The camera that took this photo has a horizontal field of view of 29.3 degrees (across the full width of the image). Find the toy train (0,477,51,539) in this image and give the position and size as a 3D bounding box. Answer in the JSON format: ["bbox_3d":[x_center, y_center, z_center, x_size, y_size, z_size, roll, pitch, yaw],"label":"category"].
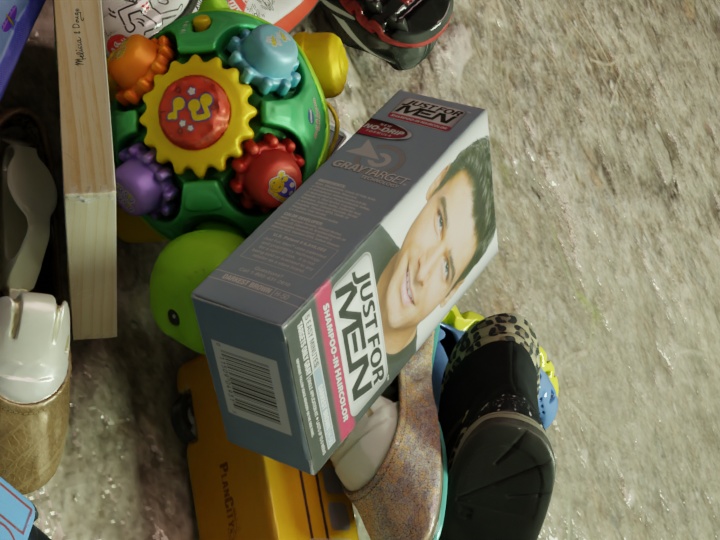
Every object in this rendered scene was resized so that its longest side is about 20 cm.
[{"bbox_3d":[-0.196,0.112,0.575,0.200,0.086,0.115,48,35,-31],"label":"toy train"}]

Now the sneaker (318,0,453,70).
[{"bbox_3d":[-0.013,-0.221,1.011,0.071,0.098,0.201,-40,74,-13],"label":"sneaker"}]

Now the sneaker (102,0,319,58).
[{"bbox_3d":[-0.099,-0.180,0.890,0.108,0.067,0.202,51,41,-16],"label":"sneaker"}]

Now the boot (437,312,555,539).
[{"bbox_3d":[0.064,0.139,0.820,0.072,0.206,0.154,16,27,-2],"label":"boot"}]

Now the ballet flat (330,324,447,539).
[{"bbox_3d":[0.007,0.075,0.771,0.067,0.068,0.201,28,35,-21],"label":"ballet flat"}]

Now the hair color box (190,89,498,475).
[{"bbox_3d":[0.000,0.000,0.733,0.200,0.060,0.100,-48,142,-39],"label":"hair color box"}]

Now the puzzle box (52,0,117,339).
[{"bbox_3d":[-0.146,-0.083,0.722,0.025,0.134,0.202,-4,58,-11],"label":"puzzle box"}]

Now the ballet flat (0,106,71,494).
[{"bbox_3d":[-0.171,0.006,0.688,0.067,0.072,0.203,9,61,-31],"label":"ballet flat"}]

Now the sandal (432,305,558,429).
[{"bbox_3d":[0.049,0.064,0.911,0.199,0.079,0.088,30,53,-24],"label":"sandal"}]

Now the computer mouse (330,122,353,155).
[{"bbox_3d":[-0.023,-0.057,0.908,0.199,0.044,0.111,29,81,-44],"label":"computer mouse"}]

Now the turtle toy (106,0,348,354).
[{"bbox_3d":[-0.079,-0.055,0.754,0.101,0.143,0.203,29,57,-80],"label":"turtle toy"}]

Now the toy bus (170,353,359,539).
[{"bbox_3d":[-0.045,0.140,0.756,0.078,0.065,0.203,11,60,-45],"label":"toy bus"}]

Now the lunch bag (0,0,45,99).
[{"bbox_3d":[-0.256,-0.083,0.649,0.150,0.093,0.202,34,55,-34],"label":"lunch bag"}]
